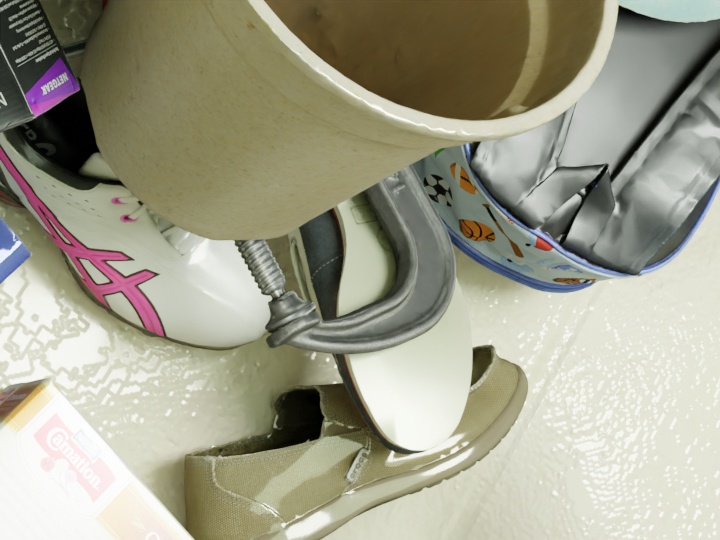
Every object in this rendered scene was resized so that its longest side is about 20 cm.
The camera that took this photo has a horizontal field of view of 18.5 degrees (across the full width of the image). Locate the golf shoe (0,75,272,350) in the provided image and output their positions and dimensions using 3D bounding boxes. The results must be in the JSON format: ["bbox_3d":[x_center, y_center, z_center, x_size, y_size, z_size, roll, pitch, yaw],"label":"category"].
[{"bbox_3d":[-0.113,-0.029,1.053,0.200,0.092,0.073,39,70,-19],"label":"golf shoe"}]

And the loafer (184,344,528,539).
[{"bbox_3d":[-0.003,0.083,1.102,0.199,0.076,0.068,-29,104,-25],"label":"loafer"}]

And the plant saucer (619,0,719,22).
[{"bbox_3d":[0.154,-0.223,1.075,0.200,0.039,0.202,6,76,-26],"label":"plant saucer"}]

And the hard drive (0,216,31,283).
[{"bbox_3d":[-0.266,0.010,1.011,0.200,0.025,0.132,-45,104,-22],"label":"hard drive"}]

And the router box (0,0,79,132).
[{"bbox_3d":[-0.237,-0.102,0.918,0.150,0.199,0.051,66,23,-11],"label":"router box"}]

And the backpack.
[{"bbox_3d":[0.106,-0.089,1.130,0.199,0.154,0.191,32,64,-15],"label":"backpack"}]

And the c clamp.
[{"bbox_3d":[-0.046,-0.041,1.029,0.171,0.027,0.201,-31,86,-40],"label":"c clamp"}]

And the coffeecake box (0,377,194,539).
[{"bbox_3d":[-0.171,0.173,1.014,0.200,0.073,0.154,-46,104,-22],"label":"coffeecake box"}]

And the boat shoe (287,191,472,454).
[{"bbox_3d":[0.000,0.000,1.087,0.071,0.063,0.201,-6,69,-30],"label":"boat shoe"}]

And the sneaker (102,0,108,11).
[{"bbox_3d":[-0.084,-0.151,1.075,0.070,0.098,0.202,-6,89,-28],"label":"sneaker"}]

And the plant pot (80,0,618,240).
[{"bbox_3d":[-0.024,-0.106,0.940,0.200,0.183,0.202,15,58,-26],"label":"plant pot"}]
